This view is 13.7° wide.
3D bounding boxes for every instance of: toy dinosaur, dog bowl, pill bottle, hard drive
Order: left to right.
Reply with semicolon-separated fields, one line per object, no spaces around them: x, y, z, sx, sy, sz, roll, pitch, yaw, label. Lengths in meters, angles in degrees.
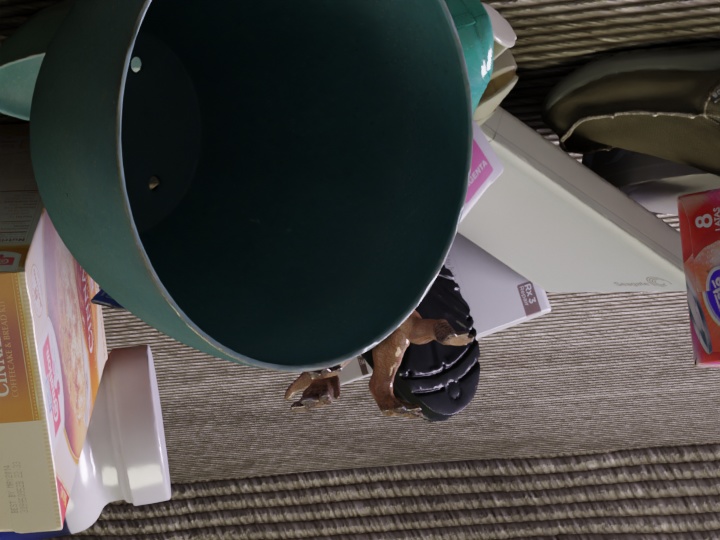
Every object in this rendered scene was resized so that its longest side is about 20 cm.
-0.217;0.106;1.794;0.199;0.117;0.116;-10;171;-2;pill bottle
0.000;0.000;1.634;0.085;0.136;0.200;-3;156;-12;toy dinosaur
0.085;-0.042;1.680;0.200;0.027;0.131;32;159;-36;hard drive
0.219;-0.066;1.723;0.199;0.059;0.200;-2;171;0;dog bowl

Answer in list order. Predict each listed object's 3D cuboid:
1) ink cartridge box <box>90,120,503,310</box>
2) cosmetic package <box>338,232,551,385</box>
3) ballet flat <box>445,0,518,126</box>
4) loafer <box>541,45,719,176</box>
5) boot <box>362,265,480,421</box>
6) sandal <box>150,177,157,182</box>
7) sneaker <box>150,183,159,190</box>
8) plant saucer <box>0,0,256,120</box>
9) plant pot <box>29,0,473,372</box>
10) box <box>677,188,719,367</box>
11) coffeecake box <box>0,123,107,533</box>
-0.040;-0.026;1.450;0.199;0.119;0.042;3;136;47;ink cartridge box
0.032;-0.001;1.865;0.081;0.114;0.200;-18;176;-21;cosmetic package
0.046;-0.097;1.492;0.070;0.068;0.200;-21;173;0;ballet flat
0.186;-0.081;1.586;0.199;0.070;0.075;-8;169;31;loafer
-0.030;0.015;1.772;0.073;0.199;0.162;-30;-178;-42;boot
-0.131;-0.070;1.649;0.075;0.048;0.200;-15;-175;-2;sandal
-0.083;-0.020;1.625;0.089;0.070;0.200;-1;176;-4;sneaker
-0.091;-0.106;1.477;0.199;0.036;0.200;-2;170;0;plant saucer
-0.068;-0.061;1.311;0.199;0.202;0.134;6;178;-43;plant pot
0.259;0.004;1.648;0.102;0.095;0.200;-9;173;29;box
-0.193;0.028;1.639;0.073;0.154;0.200;-3;-155;4;coffeecake box
